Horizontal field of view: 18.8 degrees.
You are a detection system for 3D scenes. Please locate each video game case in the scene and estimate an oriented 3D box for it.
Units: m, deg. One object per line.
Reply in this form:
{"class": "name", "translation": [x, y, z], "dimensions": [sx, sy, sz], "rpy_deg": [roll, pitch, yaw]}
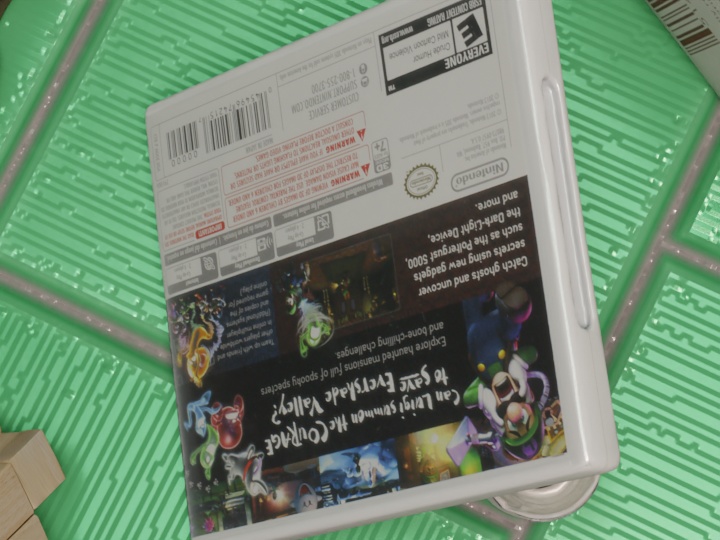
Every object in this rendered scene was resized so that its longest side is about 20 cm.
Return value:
{"class": "video game case", "translation": [0.000, 0.000, 0.792], "dimensions": [0.200, 0.023, 0.182], "rpy_deg": [-18, 74, 42]}

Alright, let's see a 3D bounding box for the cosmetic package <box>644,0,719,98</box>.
{"class": "cosmetic package", "translation": [0.186, -0.172, 0.776], "dimensions": [0.200, 0.166, 0.167], "rpy_deg": [-39, 92, -2]}

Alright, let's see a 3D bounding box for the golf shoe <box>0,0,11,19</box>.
{"class": "golf shoe", "translation": [-0.195, -0.092, 0.866], "dimensions": [0.200, 0.078, 0.097], "rpy_deg": [-45, 90, 1]}

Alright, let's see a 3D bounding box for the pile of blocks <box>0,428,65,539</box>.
{"class": "pile of blocks", "translation": [-0.195, 0.051, 0.851], "dimensions": [0.200, 0.082, 0.062], "rpy_deg": [40, 42, 3]}

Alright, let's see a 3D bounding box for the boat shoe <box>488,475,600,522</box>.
{"class": "boat shoe", "translation": [0.029, 0.003, 0.824], "dimensions": [0.072, 0.066, 0.200], "rpy_deg": [-24, 78, 1]}
